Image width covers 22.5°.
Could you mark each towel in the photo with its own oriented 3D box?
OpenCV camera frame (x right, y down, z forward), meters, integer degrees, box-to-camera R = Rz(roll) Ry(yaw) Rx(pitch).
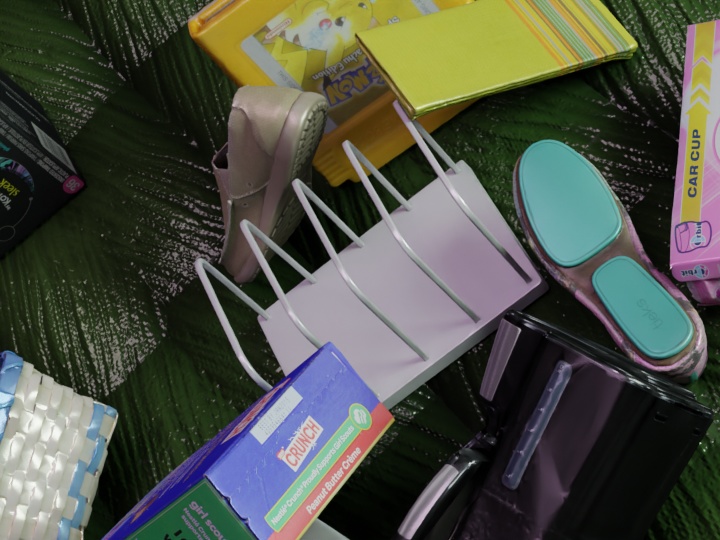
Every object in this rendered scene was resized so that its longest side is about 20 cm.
[{"bbox_3d":[0.099,-0.163,1.305,0.200,0.018,0.086,-18,56,-27],"label":"towel"}]

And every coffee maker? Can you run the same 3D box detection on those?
[{"bbox_3d":[0.130,0.148,1.103,0.192,0.135,0.200,29,95,15],"label":"coffee maker"}]

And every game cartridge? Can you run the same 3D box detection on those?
[{"bbox_3d":[-0.001,-0.166,1.341,0.176,0.200,0.032,-35,40,12],"label":"game cartridge"}]

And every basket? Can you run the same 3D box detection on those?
[{"bbox_3d":[-0.297,0.142,1.350,0.139,0.200,0.177,-28,42,59],"label":"basket"}]

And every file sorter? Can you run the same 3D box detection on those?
[{"bbox_3d":[0.000,0.000,1.292,0.200,0.125,0.139,-38,48,9],"label":"file sorter"}]

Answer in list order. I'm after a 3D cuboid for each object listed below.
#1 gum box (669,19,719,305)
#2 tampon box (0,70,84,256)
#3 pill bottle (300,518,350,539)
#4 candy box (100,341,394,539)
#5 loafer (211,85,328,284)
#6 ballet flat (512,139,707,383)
[{"bbox_3d":[0.273,-0.072,1.191,0.113,0.066,0.200,-7,59,29],"label":"gum box"},{"bbox_3d":[-0.375,-0.083,1.574,0.200,0.150,0.126,-41,48,6],"label":"tampon box"},{"bbox_3d":[-0.056,0.263,1.177,0.111,0.111,0.200,26,79,41],"label":"pill bottle"},{"bbox_3d":[-0.091,0.157,1.191,0.200,0.077,0.169,-42,2,40],"label":"candy box"},{"bbox_3d":[-0.076,-0.070,1.355,0.068,0.200,0.076,31,47,9],"label":"loafer"},{"bbox_3d":[0.165,0.001,1.213,0.069,0.071,0.200,-33,59,-2],"label":"ballet flat"}]
